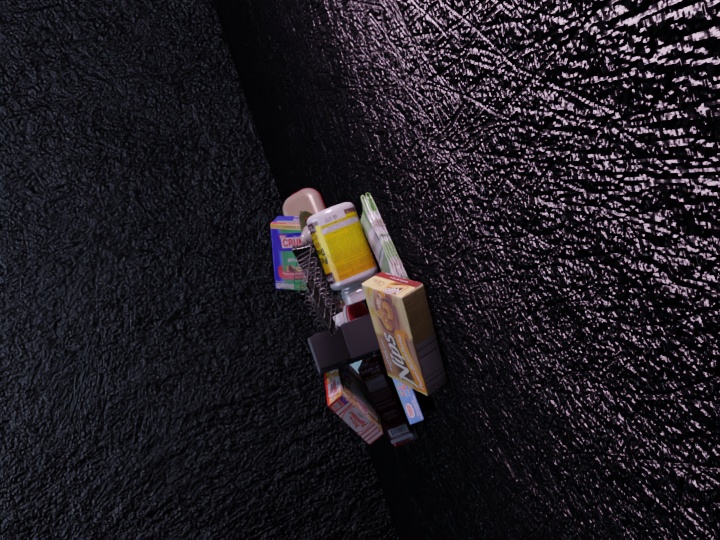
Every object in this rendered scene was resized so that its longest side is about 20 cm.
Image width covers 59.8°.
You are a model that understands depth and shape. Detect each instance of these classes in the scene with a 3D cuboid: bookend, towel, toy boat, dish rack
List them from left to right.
[{"bbox_3d":[-0.139,-0.140,1.867,0.130,0.129,0.202,-2,-111,-67],"label":"toy boat"},{"bbox_3d":[-0.093,0.041,1.303,0.201,0.054,0.155,-93,-21,-61],"label":"dish rack"},{"bbox_3d":[-0.023,0.161,1.379,0.200,0.196,0.093,67,-177,-85],"label":"bookend"},{"bbox_3d":[0.040,-0.032,1.212,0.150,0.030,0.202,94,155,-68],"label":"towel"}]

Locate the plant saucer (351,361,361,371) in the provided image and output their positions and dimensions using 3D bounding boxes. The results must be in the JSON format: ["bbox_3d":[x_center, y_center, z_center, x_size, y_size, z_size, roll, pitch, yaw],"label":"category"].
[{"bbox_3d":[0.023,0.294,1.634,0.198,0.027,0.203,8,103,37],"label":"plant saucer"}]

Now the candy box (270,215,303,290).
[{"bbox_3d":[-0.160,-0.047,1.777,0.077,0.167,0.203,-65,-24,-65],"label":"candy box"}]

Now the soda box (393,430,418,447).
[{"bbox_3d":[0.085,0.361,1.670,0.063,0.069,0.202,100,148,-80],"label":"soda box"}]

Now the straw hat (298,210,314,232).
[{"bbox_3d":[-0.058,-0.074,1.507,0.201,0.085,0.202,44,154,28],"label":"straw hat"}]

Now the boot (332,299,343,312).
[{"bbox_3d":[-0.099,0.018,1.916,0.201,0.068,0.189,54,-169,-23],"label":"boot"}]

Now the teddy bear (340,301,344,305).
[{"bbox_3d":[-0.048,0.030,1.739,0.200,0.066,0.147,106,150,-80],"label":"teddy bear"}]

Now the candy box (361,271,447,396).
[{"bbox_3d":[0.078,0.110,1.108,0.115,0.055,0.202,18,131,53],"label":"candy box"}]

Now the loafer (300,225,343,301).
[{"bbox_3d":[-0.068,-0.020,1.418,0.070,0.069,0.201,-80,-33,-60],"label":"loafer"}]

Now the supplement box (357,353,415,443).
[{"bbox_3d":[0.067,0.302,1.522,0.202,0.060,0.109,66,-167,-6],"label":"supplement box"}]

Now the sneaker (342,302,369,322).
[{"bbox_3d":[0.025,0.169,1.678,0.115,0.078,0.202,21,138,63],"label":"sneaker"}]

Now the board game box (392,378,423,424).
[{"bbox_3d":[0.096,0.258,1.409,0.200,0.036,0.153,64,-175,-82],"label":"board game box"}]

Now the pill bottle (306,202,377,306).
[{"bbox_3d":[-0.032,-0.033,1.317,0.109,0.108,0.202,165,84,-81],"label":"pill bottle"}]

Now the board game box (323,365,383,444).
[{"bbox_3d":[-0.021,0.298,1.499,0.152,0.046,0.200,47,-170,-21],"label":"board game box"}]

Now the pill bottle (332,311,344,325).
[{"bbox_3d":[-0.012,0.217,1.815,0.111,0.110,0.202,111,138,-77],"label":"pill bottle"}]
